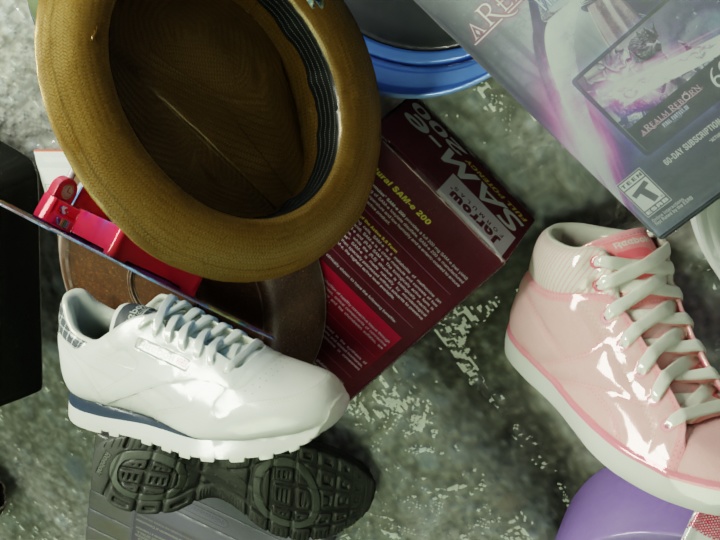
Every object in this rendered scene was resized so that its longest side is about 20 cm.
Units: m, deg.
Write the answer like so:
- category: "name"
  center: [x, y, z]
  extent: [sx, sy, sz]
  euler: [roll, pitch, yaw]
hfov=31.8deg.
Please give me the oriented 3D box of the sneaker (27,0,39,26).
- category: "sneaker"
  center: [-0.113, -0.130, 0.764]
  extent: [0.199, 0.067, 0.090]
  euler: [28, 143, 2]

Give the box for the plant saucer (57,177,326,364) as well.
- category: "plant saucer"
  center: [-0.116, 0.006, 0.791]
  extent: [0.199, 0.034, 0.202]
  euler: [14, 121, 24]

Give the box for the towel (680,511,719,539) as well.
- category: "towel"
  center: [0.258, 0.140, 0.692]
  extent: [0.146, 0.030, 0.201]
  euler: [25, 88, 10]

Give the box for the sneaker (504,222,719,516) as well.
- category: "sneaker"
  center: [0.152, 0.041, 0.682]
  extent: [0.200, 0.075, 0.105]
  euler: [43, 131, 48]

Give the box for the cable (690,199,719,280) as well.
- category: "cable"
  center: [0.260, -0.050, 0.619]
  extent: [0.200, 0.069, 0.200]
  euler: [-32, 103, 37]

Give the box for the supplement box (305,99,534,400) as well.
- category: "supplement box"
  center: [0.000, 0.000, 0.781]
  extent: [0.109, 0.061, 0.200]
  euler: [45, 129, -2]

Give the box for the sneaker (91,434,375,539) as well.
- category: "sneaker"
  center: [-0.086, 0.132, 0.901]
  extent: [0.199, 0.091, 0.076]
  euler: [13, 109, -7]

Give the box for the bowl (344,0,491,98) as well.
- category: "bowl"
  center: [0.021, -0.192, 0.668]
  extent: [0.199, 0.039, 0.202]
  euler: [12, 123, 19]

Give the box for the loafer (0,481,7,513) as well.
- category: "loafer"
  center: [-0.359, 0.135, 1.045]
  extent: [0.071, 0.073, 0.200]
  euler: [-27, 110, 25]

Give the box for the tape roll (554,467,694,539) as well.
- category: "tape roll"
  center: [0.212, 0.217, 0.796]
  extent: [0.199, 0.085, 0.201]
  euler: [12, 123, 19]

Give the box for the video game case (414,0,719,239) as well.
- category: "video game case"
  center: [0.121, -0.121, 0.571]
  extent: [0.200, 0.019, 0.143]
  euler: [41, 126, -11]

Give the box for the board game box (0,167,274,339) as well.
- category: "board game box"
  center: [-0.129, -0.023, 0.696]
  extent: [0.199, 0.158, 0.039]
  euler: [25, 86, 15]

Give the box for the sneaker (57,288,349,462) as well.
- category: "sneaker"
  center: [-0.100, 0.058, 0.747]
  extent: [0.199, 0.076, 0.081]
  euler: [4, 108, 26]

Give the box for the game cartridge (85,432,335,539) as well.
- category: "game cartridge"
  center: [-0.120, 0.203, 0.985]
  extent: [0.199, 0.038, 0.130]
  euler: [23, 130, 12]

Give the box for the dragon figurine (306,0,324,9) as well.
- category: "dragon figurine"
  center: [-0.006, -0.196, 0.615]
  extent: [0.099, 0.059, 0.200]
  euler: [-25, 110, 33]

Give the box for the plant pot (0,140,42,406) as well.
- category: "plant pot"
  center: [-0.352, 0.002, 0.859]
  extent: [0.199, 0.177, 0.201]
  euler: [29, 129, 26]

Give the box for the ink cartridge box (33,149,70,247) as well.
- category: "ink cartridge box"
  center: [-0.142, 0.002, 0.861]
  extent: [0.108, 0.050, 0.201]
  euler: [3, 119, 26]

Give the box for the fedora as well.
- category: "fedora"
  center: [-0.084, -0.088, 0.655]
  extent: [0.201, 0.200, 0.082]
  euler: [56, 149, -13]
